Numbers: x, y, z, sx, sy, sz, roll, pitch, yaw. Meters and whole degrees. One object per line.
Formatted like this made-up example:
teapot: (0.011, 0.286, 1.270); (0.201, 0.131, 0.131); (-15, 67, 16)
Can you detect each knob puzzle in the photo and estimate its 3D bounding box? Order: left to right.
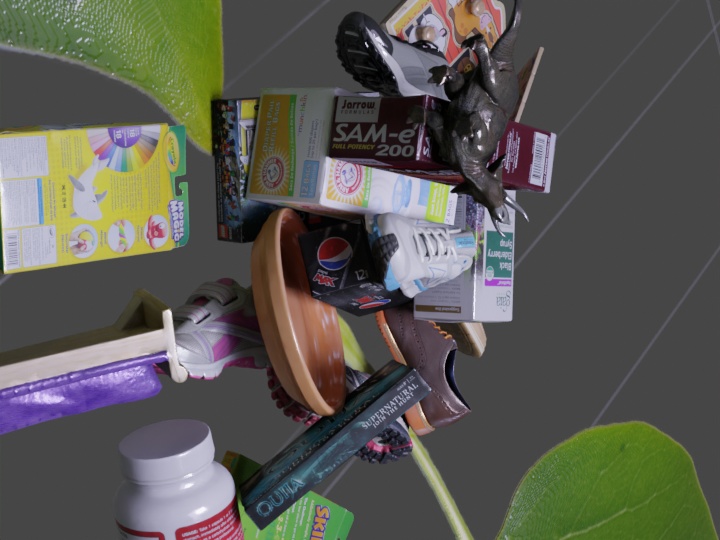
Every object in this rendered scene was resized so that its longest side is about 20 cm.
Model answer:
knob puzzle: (0.116, -0.245, 1.489); (0.220, 0.030, 0.220); (-10, 104, -47)

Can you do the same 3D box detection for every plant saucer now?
plant saucer: (-0.060, 0.041, 1.230); (0.200, 0.037, 0.200); (-14, 90, -79)

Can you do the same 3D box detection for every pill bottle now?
pill bottle: (-0.164, 0.244, 1.206); (0.112, 0.112, 0.200); (-24, 114, -43)

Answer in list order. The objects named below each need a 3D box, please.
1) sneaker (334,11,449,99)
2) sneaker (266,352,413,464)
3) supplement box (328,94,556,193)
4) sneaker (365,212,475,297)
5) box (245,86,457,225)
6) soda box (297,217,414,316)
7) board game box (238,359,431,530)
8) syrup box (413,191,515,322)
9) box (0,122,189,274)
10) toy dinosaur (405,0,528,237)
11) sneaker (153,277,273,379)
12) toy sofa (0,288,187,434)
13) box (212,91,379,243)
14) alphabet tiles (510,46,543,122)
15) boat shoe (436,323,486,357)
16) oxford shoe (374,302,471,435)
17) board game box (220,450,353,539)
sneaker: (0.045, -0.216, 1.379); (0.200, 0.074, 0.079); (37, 78, -47)
sneaker: (-0.024, 0.129, 1.377); (0.200, 0.081, 0.075); (42, 32, -36)
supplement box: (0.079, -0.114, 1.203); (0.200, 0.109, 0.061); (9, 88, -47)
sneaker: (0.062, -0.023, 1.230); (0.200, 0.087, 0.075); (13, 63, -76)
box: (-0.001, -0.105, 1.273); (0.200, 0.101, 0.113); (11, 87, -48)
soda box: (0.000, 0.000, 1.303); (0.200, 0.071, 0.063); (31, 45, -75)
board game box: (-0.028, 0.160, 1.241); (0.200, 0.135, 0.028); (-39, 95, -6)
syrup box: (0.109, -0.046, 1.368); (0.079, 0.081, 0.200); (2, 88, -52)
box: (-0.233, -0.068, 1.127); (0.200, 0.048, 0.117); (-9, 103, -44)
toy dinosaur: (0.098, -0.138, 1.103); (0.102, 0.077, 0.200); (30, 65, -58)
sneaker: (-0.145, 0.052, 1.226); (0.200, 0.081, 0.088); (-5, 96, -54)
toy sofa: (-0.247, 0.088, 1.063); (0.200, 0.083, 0.098); (-13, 106, -23)
box: (-0.060, -0.107, 1.314); (0.200, 0.038, 0.137); (-11, 104, -46)
alphabet tiles: (0.153, -0.136, 1.476); (0.008, 0.167, 0.200); (20, 78, -4)
boat shoe: (0.100, 0.015, 1.484); (0.069, 0.074, 0.200); (-49, 129, -23)
oxford shoe: (0.066, 0.072, 1.418); (0.071, 0.073, 0.200); (5, 66, -72)
board game box: (-0.086, 0.265, 1.357); (0.200, 0.030, 0.096); (36, 71, -41)
